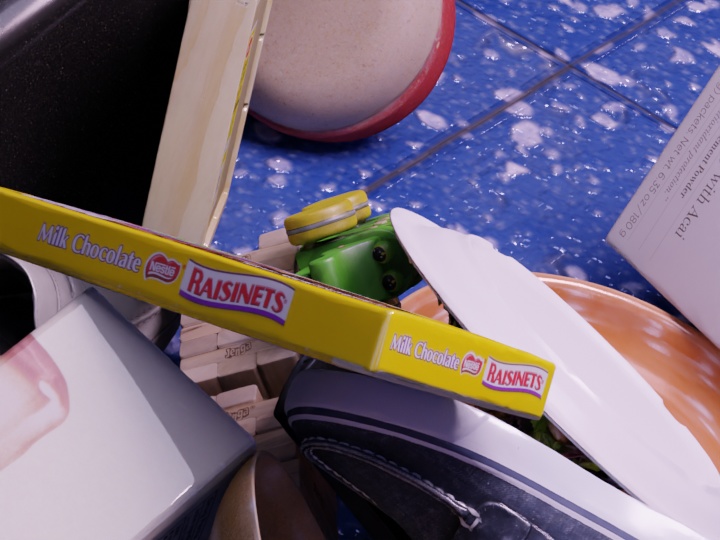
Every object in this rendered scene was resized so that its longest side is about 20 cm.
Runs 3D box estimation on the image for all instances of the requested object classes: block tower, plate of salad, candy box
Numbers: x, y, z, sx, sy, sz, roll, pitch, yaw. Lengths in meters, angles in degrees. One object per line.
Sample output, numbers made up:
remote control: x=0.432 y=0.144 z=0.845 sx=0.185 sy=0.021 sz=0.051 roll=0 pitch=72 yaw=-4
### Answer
block tower: x=-0.042 y=0.067 z=1.005 sx=0.057 sy=0.054 sz=0.201 roll=-14 pitch=36 yaw=10
plate of salad: x=0.078 y=0.052 z=0.989 sx=0.200 sy=0.048 sz=0.200 roll=43 pitch=10 yaw=-10
candy box: x=-0.038 y=0.010 z=0.866 sx=0.199 sy=0.027 sz=0.102 roll=17 pitch=-3 yaw=38

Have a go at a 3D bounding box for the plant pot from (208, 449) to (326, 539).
plant pot: x=-0.010 y=0.159 z=0.819 sx=0.027 sy=0.201 sz=0.201 roll=-20 pitch=39 yaw=5

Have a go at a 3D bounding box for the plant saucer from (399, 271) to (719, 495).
plant saucer: x=0.094 y=0.076 z=1.082 sx=0.199 sy=0.038 sz=0.201 roll=12 pitch=36 yaw=-9

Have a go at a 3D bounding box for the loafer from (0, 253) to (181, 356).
loafer: x=-0.141 y=0.023 z=1.025 sx=0.070 sy=0.070 sz=0.200 roll=34 pitch=38 yaw=23

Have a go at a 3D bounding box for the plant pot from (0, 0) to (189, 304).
plant pot: x=-0.204 y=-0.086 z=1.058 sx=0.199 sy=0.200 sz=0.178 roll=27 pitch=48 yaw=14

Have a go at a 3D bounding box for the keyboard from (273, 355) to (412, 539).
keyboard: x=0.030 y=0.119 z=0.950 sx=0.200 sy=0.040 sz=0.104 roll=51 pitch=37 yaw=-2

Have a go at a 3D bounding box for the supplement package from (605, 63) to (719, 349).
supplement package: x=0.237 y=0.003 z=1.140 sx=0.119 sy=0.122 sz=0.200 roll=10 pitch=29 yaw=-49

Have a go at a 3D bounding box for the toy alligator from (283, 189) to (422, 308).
toy alligator: x=0.000 y=0.000 z=1.023 sx=0.054 sy=0.060 sz=0.200 roll=-17 pitch=5 yaw=10

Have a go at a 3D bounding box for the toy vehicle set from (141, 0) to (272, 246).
toy vehicle set: x=-0.065 y=-0.073 z=1.081 sx=0.026 sy=0.125 sz=0.200 roll=13 pitch=11 yaw=-2

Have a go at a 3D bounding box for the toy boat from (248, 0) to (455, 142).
toy boat: x=-0.030 y=-0.150 z=1.284 sx=0.200 sy=0.131 sz=0.131 roll=44 pitch=11 yaw=27

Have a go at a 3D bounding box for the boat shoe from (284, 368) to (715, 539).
boat shoe: x=0.052 y=0.113 z=0.889 sx=0.199 sy=0.071 sz=0.091 roll=27 pitch=73 yaw=-5

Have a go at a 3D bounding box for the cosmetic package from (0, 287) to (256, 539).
cosmetic package: x=-0.139 y=0.110 z=0.832 sx=0.087 sy=0.104 sz=0.200 roll=43 pitch=55 yaw=13
